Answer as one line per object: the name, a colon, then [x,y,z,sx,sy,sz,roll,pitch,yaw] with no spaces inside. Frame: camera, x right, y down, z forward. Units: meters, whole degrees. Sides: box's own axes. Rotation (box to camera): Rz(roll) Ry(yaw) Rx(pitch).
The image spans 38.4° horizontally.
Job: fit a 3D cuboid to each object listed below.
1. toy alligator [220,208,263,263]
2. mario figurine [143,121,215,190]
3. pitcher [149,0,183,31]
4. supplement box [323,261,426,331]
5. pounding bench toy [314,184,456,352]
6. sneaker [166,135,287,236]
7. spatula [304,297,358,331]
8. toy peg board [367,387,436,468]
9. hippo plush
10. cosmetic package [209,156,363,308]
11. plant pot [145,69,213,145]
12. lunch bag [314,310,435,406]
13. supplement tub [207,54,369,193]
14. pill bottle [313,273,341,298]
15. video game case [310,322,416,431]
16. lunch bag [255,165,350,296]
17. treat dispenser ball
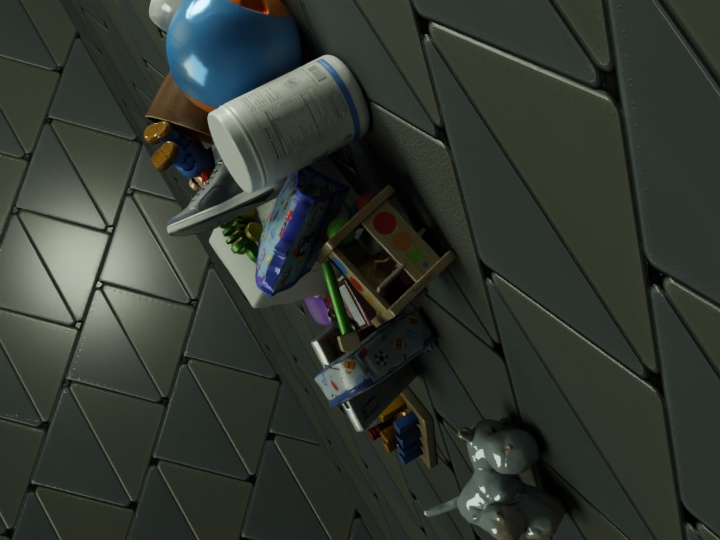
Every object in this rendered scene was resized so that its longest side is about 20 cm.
toy alligator: [-0.205,-0.093,1.647,0.059,0.054,0.200,-36,71,45]
mario figurine: [-0.282,-0.166,1.704,0.106,0.124,0.200,6,168,32]
pitcher: [-0.252,-0.488,1.622,0.200,0.121,0.172,-34,40,56]
supplement box: [0.020,0.040,1.707,0.086,0.110,0.200,60,165,2]
pounding bench toy: [0.000,0.000,1.463,0.156,0.200,0.124,47,165,0]
sneaker: [-0.226,-0.148,1.589,0.146,0.202,0.077,64,-179,6]
spatula: [-0.046,0.081,1.744,0.057,0.021,0.200,67,164,-17]
toy peg board: [0.056,0.303,2.105,0.199,0.098,0.200,51,163,35]
hippo plush: [0.219,0.303,1.548,0.200,0.159,0.161,4,92,56]
cosmetic package: [-0.119,-0.070,1.720,0.165,0.165,0.200,54,131,27]
plant pot: [-0.235,-0.316,1.709,0.187,0.200,0.187,18,180,0]
lunch bag: [0.027,0.147,1.720,0.076,0.200,0.160,57,152,7]
supplement tub: [-0.100,-0.209,1.468,0.132,0.200,0.132,55,165,23]
pill bottle: [-0.092,-0.054,1.904,0.200,0.114,0.114,58,165,11]
video game case: [0.010,0.160,1.848,0.023,0.200,0.182,-19,102,39]
lunch bag: [-0.098,-0.057,1.474,0.094,0.151,0.200,27,-163,0]
treat dispenser ball: [-0.188,-0.329,1.540,0.201,0.201,0.201,54,164,23]
